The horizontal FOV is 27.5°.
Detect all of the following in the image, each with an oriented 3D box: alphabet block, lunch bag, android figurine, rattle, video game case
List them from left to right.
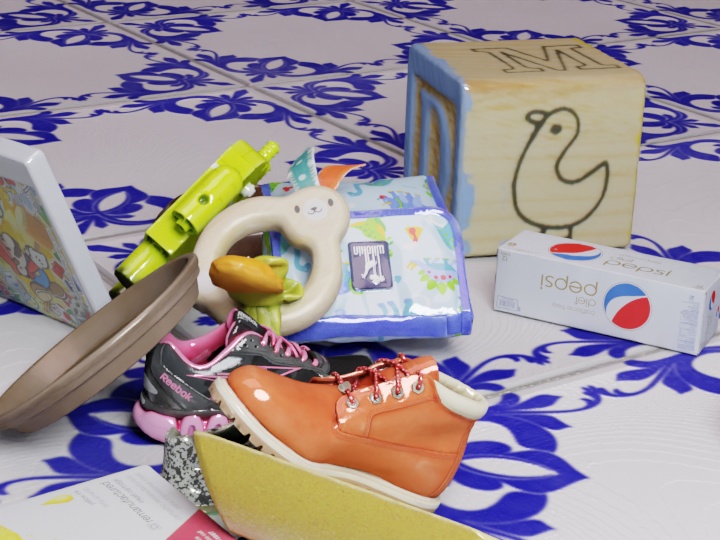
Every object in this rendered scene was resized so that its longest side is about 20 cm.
[{"bbox_3d":[-0.304,-0.039,1.279,0.182,0.200,0.023,18,51,36],"label":"video game case"},{"bbox_3d":[-0.148,-0.045,1.345,0.041,0.182,0.200,43,65,3],"label":"android figurine"},{"bbox_3d":[-0.062,-0.051,1.190,0.130,0.143,0.200,25,66,30],"label":"rattle"},{"bbox_3d":[0.000,0.000,1.309,0.170,0.128,0.200,-3,32,-6],"label":"lunch bag"},{"bbox_3d":[0.168,-0.136,1.575,0.200,0.196,0.196,-5,24,-14],"label":"alphabet block"}]

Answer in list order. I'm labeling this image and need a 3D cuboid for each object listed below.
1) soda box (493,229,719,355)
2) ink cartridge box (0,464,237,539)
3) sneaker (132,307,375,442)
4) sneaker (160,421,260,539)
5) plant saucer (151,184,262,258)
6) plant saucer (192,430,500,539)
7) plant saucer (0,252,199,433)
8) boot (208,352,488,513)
[{"bbox_3d":[0.226,0.018,1.355,0.200,0.064,0.068,13,23,25],"label":"soda box"},{"bbox_3d":[-0.172,0.196,0.824,0.200,0.084,0.145,-13,27,-35],"label":"ink cartridge box"},{"bbox_3d":[-0.076,0.075,1.137,0.200,0.096,0.079,-4,20,-20],"label":"sneaker"},{"bbox_3d":[-0.058,0.123,1.019,0.200,0.089,0.077,-16,27,-40],"label":"sneaker"},{"bbox_3d":[-0.123,-0.053,1.550,0.200,0.035,0.200,2,22,-1],"label":"plant saucer"},{"bbox_3d":[0.017,0.166,0.867,0.200,0.049,0.200,15,-13,30],"label":"plant saucer"},{"bbox_3d":[-0.197,0.058,1.121,0.200,0.029,0.200,-36,12,9],"label":"plant saucer"},{"bbox_3d":[-0.004,0.088,0.968,0.200,0.107,0.075,26,15,-37],"label":"boot"}]
